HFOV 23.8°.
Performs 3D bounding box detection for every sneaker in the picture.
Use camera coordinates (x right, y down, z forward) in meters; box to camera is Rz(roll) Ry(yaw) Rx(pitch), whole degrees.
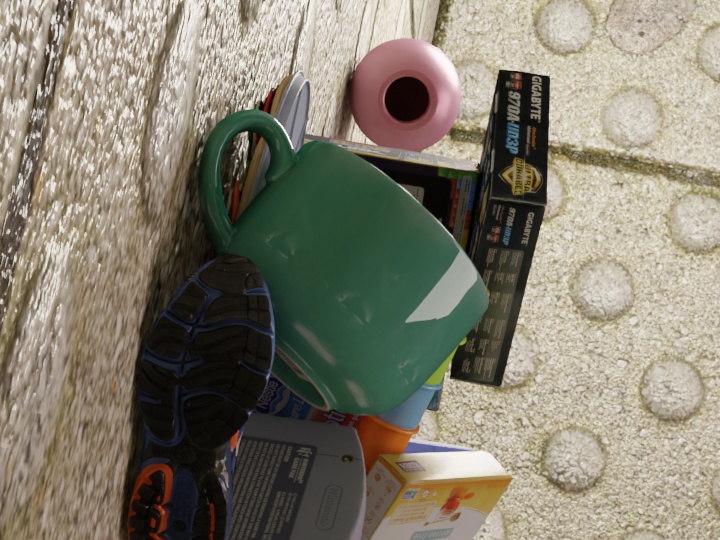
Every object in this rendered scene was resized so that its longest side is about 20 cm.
[{"bbox_3d":[-0.097,0.078,1.002,0.079,0.075,0.201,-91,-163,-65],"label":"sneaker"}]

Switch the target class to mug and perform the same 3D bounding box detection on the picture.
[{"bbox_3d":[-0.026,0.005,1.049,0.115,0.185,0.152,-48,159,-14],"label":"mug"}]

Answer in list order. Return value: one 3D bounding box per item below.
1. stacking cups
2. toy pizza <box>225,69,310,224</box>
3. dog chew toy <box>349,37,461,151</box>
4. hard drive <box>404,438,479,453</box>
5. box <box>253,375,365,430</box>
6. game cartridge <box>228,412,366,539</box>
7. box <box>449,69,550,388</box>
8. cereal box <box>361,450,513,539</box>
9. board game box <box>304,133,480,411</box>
[{"bbox_3d":[0.030,0.093,1.289,0.061,0.060,0.201,-60,175,-78],"label":"stacking cups"},{"bbox_3d":[-0.073,-0.042,1.182,0.200,0.031,0.202,14,90,-87],"label":"toy pizza"},{"bbox_3d":[0.047,-0.201,1.922,0.200,0.123,0.126,-102,-158,-78],"label":"dog chew toy"},{"bbox_3d":[0.028,0.206,1.425,0.199,0.025,0.133,16,87,-55],"label":"hard drive"},{"bbox_3d":[-0.035,0.064,1.264,0.201,0.095,0.100,118,-10,-47],"label":"box"},{"bbox_3d":[-0.064,0.165,1.143,0.200,0.132,0.042,-71,171,-60],"label":"game cartridge"},{"bbox_3d":[0.111,-0.033,1.363,0.160,0.046,0.201,-81,180,-48],"label":"box"},{"bbox_3d":[0.020,0.229,1.334,0.143,0.040,0.201,4,122,-51],"label":"cereal box"},{"bbox_3d":[0.000,0.000,1.378,0.057,0.164,0.202,-73,173,-76],"label":"board game box"}]
